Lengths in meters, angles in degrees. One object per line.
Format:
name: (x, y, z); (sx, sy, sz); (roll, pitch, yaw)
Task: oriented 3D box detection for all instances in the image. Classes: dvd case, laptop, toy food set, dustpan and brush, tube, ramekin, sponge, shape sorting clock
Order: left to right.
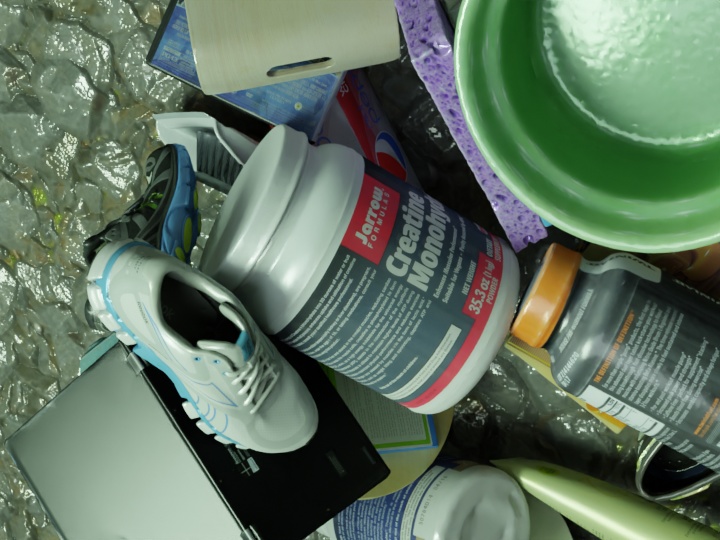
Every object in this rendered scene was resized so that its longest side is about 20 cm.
laptop: (-0.119, 0.137, 0.866); (0.188, 0.199, 0.116); (55, 143, 8)
dustpan and brush: (-0.076, -0.058, 0.963); (0.198, 0.058, 0.139); (27, 173, -28)
toy food set: (-0.056, -0.234, 0.816); (0.141, 0.060, 0.204); (-10, 91, -1)
dvd case: (-0.055, -0.212, 0.848); (0.141, 0.018, 0.203); (26, 95, 9)
shape sorting clock: (-0.011, 0.081, 0.939); (0.201, 0.200, 0.039); (49, 143, -7)
sponge: (0.071, -0.113, 0.797); (0.029, 0.113, 0.201); (-25, 137, 11)
tube: (0.201, 0.194, 0.946); (0.198, 0.052, 0.059); (24, 145, 30)
ramekin: (0.158, -0.121, 0.633); (0.197, 0.098, 0.203); (12, 123, 20)

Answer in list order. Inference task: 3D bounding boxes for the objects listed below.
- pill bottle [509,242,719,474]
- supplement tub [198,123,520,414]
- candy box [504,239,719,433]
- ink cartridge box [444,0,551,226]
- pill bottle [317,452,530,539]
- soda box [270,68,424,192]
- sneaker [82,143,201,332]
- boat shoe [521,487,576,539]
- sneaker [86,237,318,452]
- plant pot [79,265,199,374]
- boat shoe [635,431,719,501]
pill bottle: (0.203, 0.057, 0.812); (0.198, 0.107, 0.107); (28, 124, 4)
supplement tub: (0.000, 0.000, 0.832); (0.198, 0.141, 0.141); (29, 127, -17)
candy box: (0.212, 0.016, 0.884); (0.115, 0.055, 0.201); (37, 125, 1)
ink cartridge box: (0.121, -0.148, 0.799); (0.067, 0.115, 0.202); (-20, 107, 24)
pill bottle: (0.039, 0.206, 1.003); (0.199, 0.110, 0.112); (5, 122, 51)
soda box: (-0.017, -0.103, 0.922); (0.069, 0.063, 0.202); (-19, 107, 31)
sneaker: (-0.161, -0.029, 0.866); (0.081, 0.201, 0.072); (-2, 130, 2)
boat shoe: (0.171, 0.262, 1.031); (0.199, 0.071, 0.063); (41, 165, 10)
sneaker: (-0.088, 0.058, 0.768); (0.086, 0.076, 0.200); (2, 145, 52)
plant pot: (-0.122, 0.109, 0.998); (0.195, 0.196, 0.201); (-33, 93, 45)
boat shoe: (0.289, 0.112, 0.897); (0.072, 0.061, 0.201); (42, 125, -3)
